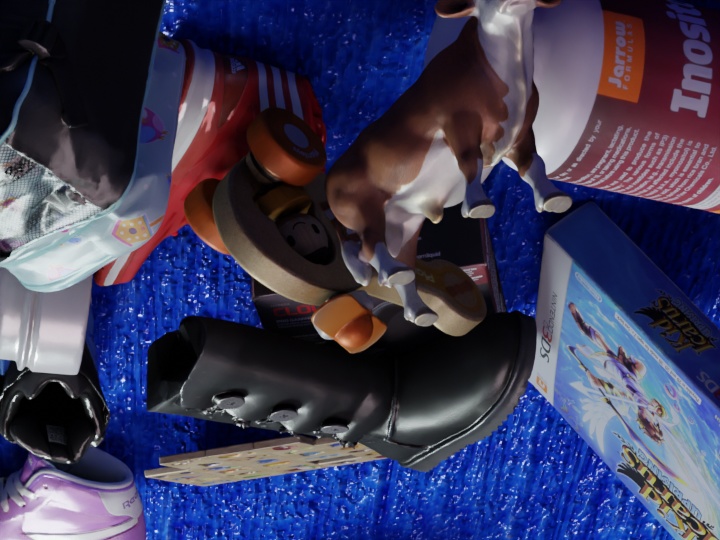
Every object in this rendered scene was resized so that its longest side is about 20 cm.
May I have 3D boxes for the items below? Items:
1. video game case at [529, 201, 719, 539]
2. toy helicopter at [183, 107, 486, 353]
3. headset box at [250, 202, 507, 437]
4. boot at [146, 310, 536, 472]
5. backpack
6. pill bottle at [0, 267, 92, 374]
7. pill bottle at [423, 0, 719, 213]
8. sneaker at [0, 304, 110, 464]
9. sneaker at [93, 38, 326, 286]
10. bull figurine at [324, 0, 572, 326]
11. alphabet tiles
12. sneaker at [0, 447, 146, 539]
[{"bbox_3d":[0.190,0.081,1.558,0.045,0.200,0.182,-32,152,-19],"label":"video game case"},{"bbox_3d":[0.000,0.000,1.374,0.199,0.133,0.079,22,125,-38],"label":"toy helicopter"},{"bbox_3d":[0.015,0.019,1.544,0.148,0.078,0.200,-8,147,5],"label":"headset box"},{"bbox_3d":[-0.014,0.057,1.479,0.199,0.066,0.165,18,140,-22],"label":"boot"},{"bbox_3d":[-0.196,-0.076,1.290,0.199,0.176,0.153,-20,139,29],"label":"backpack"},{"bbox_3d":[-0.263,0.009,1.447,0.199,0.115,0.115,7,145,-10],"label":"pill bottle"},{"bbox_3d":[0.142,-0.101,1.350,0.199,0.113,0.113,9,144,-21],"label":"pill bottle"},{"bbox_3d":[-0.209,0.089,1.586,0.076,0.112,0.200,4,145,-13],"label":"sneaker"},{"bbox_3d":[-0.085,-0.049,1.431,0.115,0.079,0.200,10,144,-19],"label":"sneaker"},{"bbox_3d":[0.049,-0.064,1.248,0.065,0.122,0.200,9,143,-30],"label":"bull figurine"},{"bbox_3d":[-0.063,0.131,1.683,0.166,0.008,0.200,-9,170,13],"label":"alphabet tiles"},{"bbox_3d":[-0.255,0.164,1.748,0.199,0.073,0.115,0,127,3],"label":"sneaker"}]
